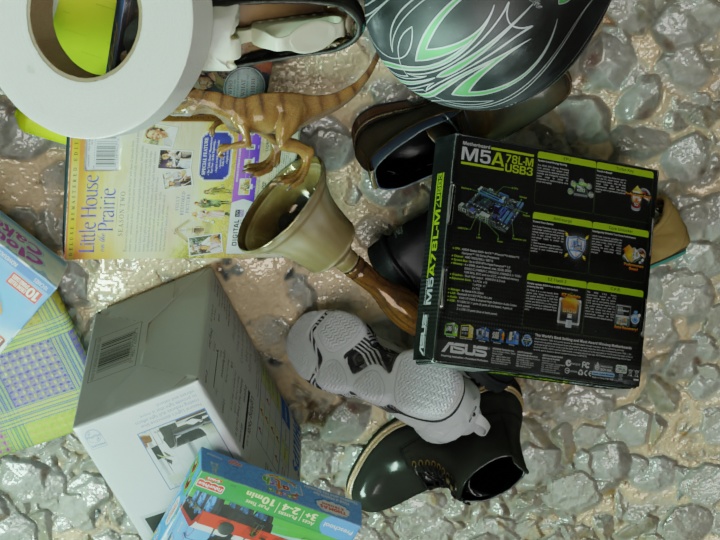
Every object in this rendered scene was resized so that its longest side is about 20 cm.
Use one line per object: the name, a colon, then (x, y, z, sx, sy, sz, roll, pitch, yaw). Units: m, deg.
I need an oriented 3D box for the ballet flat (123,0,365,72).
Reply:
ballet flat: (-0.090, -0.196, 1.527, 0.200, 0.068, 0.068, -11, 115, -12)

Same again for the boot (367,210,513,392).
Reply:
boot: (0.128, 0.000, 1.699, 0.168, 0.076, 0.200, -35, 112, 17)

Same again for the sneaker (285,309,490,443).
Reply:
sneaker: (0.027, 0.103, 1.727, 0.075, 0.200, 0.115, -62, 143, -11)

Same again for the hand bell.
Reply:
hand bell: (0.000, 0.000, 1.642, 0.104, 0.104, 0.200, -41, 116, 18)

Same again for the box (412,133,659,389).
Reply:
box: (0.150, -0.005, 1.587, 0.200, 0.048, 0.193, 8, 82, -22)

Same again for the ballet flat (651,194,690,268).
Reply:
ballet flat: (0.207, -0.009, 1.673, 0.200, 0.069, 0.063, -29, 109, -28)

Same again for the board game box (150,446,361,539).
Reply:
board game box: (-0.110, 0.257, 1.631, 0.151, 0.037, 0.200, 21, 120, -17)

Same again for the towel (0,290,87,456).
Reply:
towel: (-0.328, 0.076, 1.755, 0.144, 0.023, 0.200, -19, 118, 7)

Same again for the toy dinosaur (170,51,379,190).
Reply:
toy dinosaur: (-0.060, -0.128, 1.576, 0.200, 0.060, 0.106, -9, 116, -23)

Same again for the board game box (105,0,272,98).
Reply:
board game box: (-0.130, -0.237, 1.556, 0.135, 0.035, 0.200, 4, 112, -19)

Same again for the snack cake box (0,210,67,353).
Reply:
snack cake box: (-0.373, -0.017, 1.659, 0.200, 0.067, 0.115, 39, 106, -12)

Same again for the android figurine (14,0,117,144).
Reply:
android figurine: (-0.243, -0.193, 1.602, 0.200, 0.041, 0.182, 18, 117, -14)

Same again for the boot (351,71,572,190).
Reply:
boot: (0.091, -0.119, 1.621, 0.200, 0.097, 0.075, -19, 118, 8)

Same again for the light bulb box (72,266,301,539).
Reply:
light bulb box: (-0.149, 0.142, 1.697, 0.125, 0.198, 0.200, -21, 117, 11)

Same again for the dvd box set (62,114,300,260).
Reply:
dvd box set: (-0.158, -0.076, 1.648, 0.200, 0.029, 0.146, -1, 125, -13)

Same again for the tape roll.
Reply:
tape roll: (-0.214, -0.204, 1.508, 0.203, 0.037, 0.203, 4, 101, 23)

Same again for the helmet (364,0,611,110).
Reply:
helmet: (0.098, -0.223, 1.524, 0.191, 0.200, 0.200, -46, 112, 2)

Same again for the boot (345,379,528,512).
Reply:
boot: (0.069, 0.191, 1.767, 0.200, 0.138, 0.077, -41, 113, 19)
